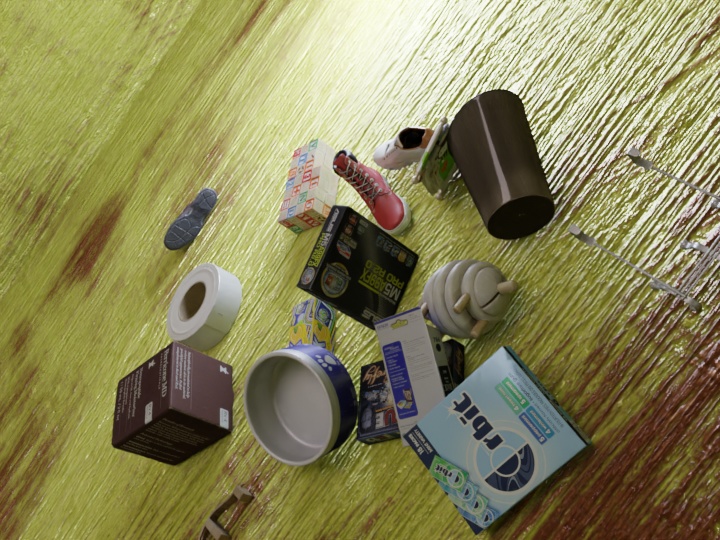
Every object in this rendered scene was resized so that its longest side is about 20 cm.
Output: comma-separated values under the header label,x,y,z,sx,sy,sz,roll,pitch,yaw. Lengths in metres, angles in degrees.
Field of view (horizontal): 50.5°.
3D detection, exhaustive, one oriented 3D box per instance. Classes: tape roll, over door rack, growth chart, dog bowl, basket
label,x,y,z,sx,sy,sz,roll,pitch,yaw
tape roll,-0.370,0.086,1.805,0.202,0.071,0.203,-27,47,33
over door rack,0.410,-0.056,1.028,0.200,0.067,0.148,38,96,31
growth chart,0.145,-0.201,1.358,0.018,0.200,0.145,25,92,19
dog bowl,-0.105,0.231,1.328,0.200,0.079,0.200,6,101,34
basket,0.233,-0.161,1.254,0.180,0.136,0.200,96,165,-56

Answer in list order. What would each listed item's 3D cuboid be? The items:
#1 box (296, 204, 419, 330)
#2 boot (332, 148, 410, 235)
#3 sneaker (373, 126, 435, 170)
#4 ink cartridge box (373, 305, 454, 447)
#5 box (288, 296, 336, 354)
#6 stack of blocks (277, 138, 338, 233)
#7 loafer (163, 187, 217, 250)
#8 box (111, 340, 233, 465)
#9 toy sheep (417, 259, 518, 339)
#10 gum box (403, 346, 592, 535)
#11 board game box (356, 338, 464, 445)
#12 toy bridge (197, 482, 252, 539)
label,x,y,z,sx,sy,sz,roll,pitch,yaw
box,0.000,0.000,1.347,0.044,0.200,0.160,10,72,50
boot,0.013,-0.158,1.488,0.072,0.144,0.200,-45,41,13
sneaker,0.084,-0.255,1.525,0.200,0.085,0.073,-4,64,48
ink cartridge box,0.089,0.162,1.170,0.099,0.039,0.200,-22,76,38
box,-0.094,0.156,1.456,0.070,0.064,0.200,-25,49,36
stack of blocks,-0.109,-0.194,1.716,0.115,0.059,0.200,-17,53,40
loafer,-0.458,-0.139,2.070,0.200,0.072,0.063,-52,18,-2
box,-0.395,0.285,1.617,0.200,0.164,0.166,-34,43,27
toy sheep,0.165,0.046,1.191,0.200,0.138,0.138,-11,57,48
gum box,0.184,0.233,1.057,0.200,0.045,0.170,-46,67,16
board game box,0.080,0.202,1.255,0.200,0.035,0.136,-23,50,37
toy bridge,-0.273,0.493,1.452,0.067,0.027,0.200,23,83,53
